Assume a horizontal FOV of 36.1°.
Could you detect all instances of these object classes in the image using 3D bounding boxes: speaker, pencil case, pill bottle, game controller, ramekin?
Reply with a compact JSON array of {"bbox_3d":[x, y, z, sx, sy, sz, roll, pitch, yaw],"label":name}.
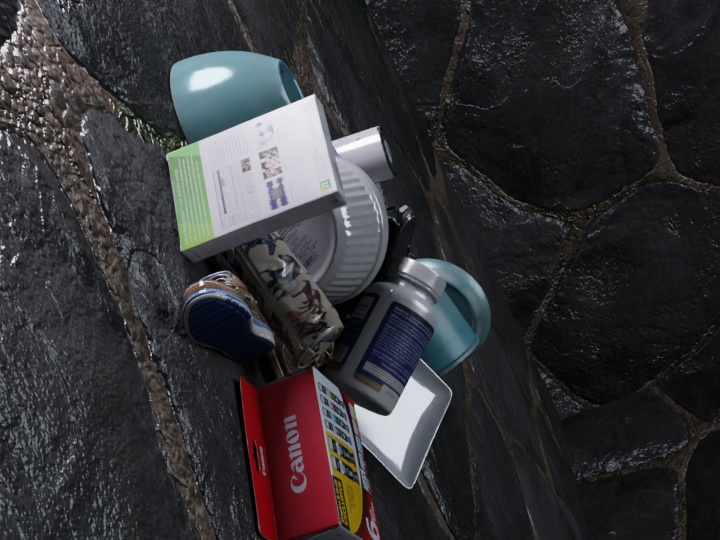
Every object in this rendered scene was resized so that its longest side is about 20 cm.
[{"bbox_3d":[-0.052,-0.147,1.639,0.081,0.199,0.082,-17,90,-80],"label":"speaker"},{"bbox_3d":[-0.100,0.022,1.336,0.200,0.078,0.089,54,34,13],"label":"pencil case"},{"bbox_3d":[0.037,0.087,1.509,0.201,0.110,0.111,-61,147,-14],"label":"pill bottle"},{"bbox_3d":[0.000,0.000,1.538,0.104,0.201,0.042,-20,53,-38],"label":"game controller"},{"bbox_3d":[-0.073,-0.050,1.425,0.105,0.199,0.201,-9,78,-63],"label":"ramekin"}]

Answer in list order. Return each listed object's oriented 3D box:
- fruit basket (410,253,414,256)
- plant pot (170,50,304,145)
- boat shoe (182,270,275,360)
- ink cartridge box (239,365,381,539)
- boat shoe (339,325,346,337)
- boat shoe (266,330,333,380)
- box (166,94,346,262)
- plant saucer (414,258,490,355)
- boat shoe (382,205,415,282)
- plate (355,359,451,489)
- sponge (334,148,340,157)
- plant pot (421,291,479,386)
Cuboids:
[{"bbox_3d":[-0.008,-0.097,1.801,0.199,0.094,0.185,29,0,21],"label":"fruit basket"},{"bbox_3d":[-0.149,-0.216,1.502,0.200,0.134,0.201,-22,90,-77],"label":"plant pot"},{"bbox_3d":[-0.156,0.043,1.234,0.200,0.072,0.073,62,6,-68],"label":"boat shoe"},{"bbox_3d":[-0.058,0.226,1.285,0.176,0.083,0.201,48,25,-55],"label":"ink cartridge box"},{"bbox_3d":[-0.074,0.017,1.622,0.201,0.062,0.073,61,30,-16],"label":"boat shoe"},{"bbox_3d":[-0.071,0.098,1.456,0.200,0.072,0.073,-36,104,-76],"label":"boat shoe"},{"bbox_3d":[-0.124,-0.107,1.290,0.036,0.199,0.145,55,19,-58],"label":"box"},{"bbox_3d":[0.120,0.077,1.871,0.201,0.199,0.027,64,26,-17],"label":"plant saucer"},{"bbox_3d":[0.058,-0.004,1.615,0.073,0.063,0.201,-35,148,-45],"label":"boat shoe"},{"bbox_3d":[0.032,0.186,1.604,0.200,0.032,0.200,45,45,-15],"label":"plate"},{"bbox_3d":[-0.101,-0.174,1.578,0.030,0.112,0.200,25,24,-40],"label":"sponge"},{"bbox_3d":[0.058,0.080,1.773,0.189,0.199,0.200,59,14,-6],"label":"plant pot"}]
